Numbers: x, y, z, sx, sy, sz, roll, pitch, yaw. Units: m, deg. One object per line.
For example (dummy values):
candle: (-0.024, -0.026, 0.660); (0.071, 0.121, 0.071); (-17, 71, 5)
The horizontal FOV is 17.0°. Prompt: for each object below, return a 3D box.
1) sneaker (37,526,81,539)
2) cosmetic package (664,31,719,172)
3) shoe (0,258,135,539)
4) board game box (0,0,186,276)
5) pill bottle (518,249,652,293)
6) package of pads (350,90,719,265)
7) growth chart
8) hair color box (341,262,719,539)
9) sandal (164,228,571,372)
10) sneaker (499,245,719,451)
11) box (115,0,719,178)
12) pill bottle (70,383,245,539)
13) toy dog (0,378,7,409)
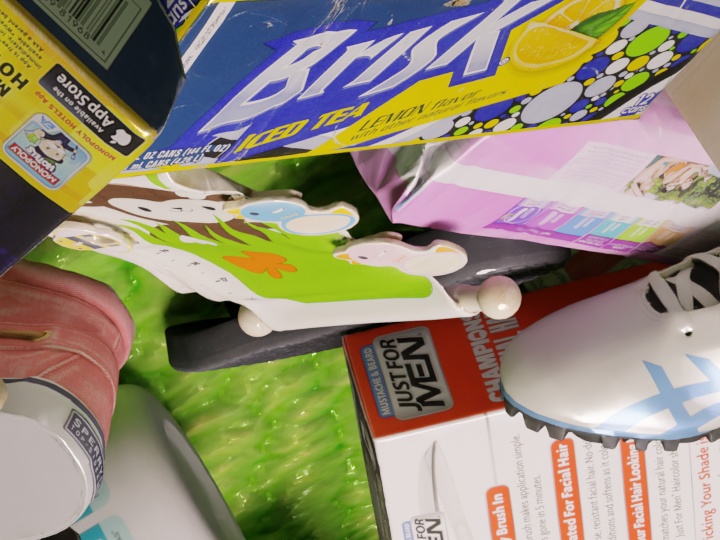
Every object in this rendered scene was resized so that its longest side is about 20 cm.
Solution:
sneaker: (-0.197, 0.120, 0.862); (0.199, 0.105, 0.060); (-36, 151, 11)
cosmetic package: (0.135, -0.094, 0.716); (0.087, 0.201, 0.103); (4, 137, -49)
shoe: (-0.173, 0.046, 0.798); (0.199, 0.091, 0.072); (-5, 122, 11)
board game box: (-0.167, -0.060, 0.536); (0.200, 0.200, 0.062); (-35, -162, 36)
pill bottle: (0.109, -0.003, 0.942); (0.200, 0.117, 0.116); (-37, 152, 14)
package of pads: (0.064, -0.070, 0.777); (0.076, 0.121, 0.199); (-39, 152, 31)
growth chart: (-0.062, -0.013, 0.728); (0.199, 0.018, 0.144); (19, 164, -32)
hair color box: (0.101, 0.059, 0.873); (0.199, 0.064, 0.111); (-13, 129, -5)
sandal: (0.001, 0.000, 0.870); (0.076, 0.043, 0.200); (-8, 171, -42)
sneaker: (0.138, 0.005, 0.784); (0.199, 0.072, 0.073); (-15, 123, -7)
box: (0.010, -0.075, 0.598); (0.199, 0.065, 0.070); (-10, 152, -43)
pill bottle: (-0.145, 0.137, 0.939); (0.199, 0.111, 0.111); (-30, 153, 1)
toy dog: (-0.190, 0.034, 0.708); (0.199, 0.133, 0.096); (-11, -164, 17)
